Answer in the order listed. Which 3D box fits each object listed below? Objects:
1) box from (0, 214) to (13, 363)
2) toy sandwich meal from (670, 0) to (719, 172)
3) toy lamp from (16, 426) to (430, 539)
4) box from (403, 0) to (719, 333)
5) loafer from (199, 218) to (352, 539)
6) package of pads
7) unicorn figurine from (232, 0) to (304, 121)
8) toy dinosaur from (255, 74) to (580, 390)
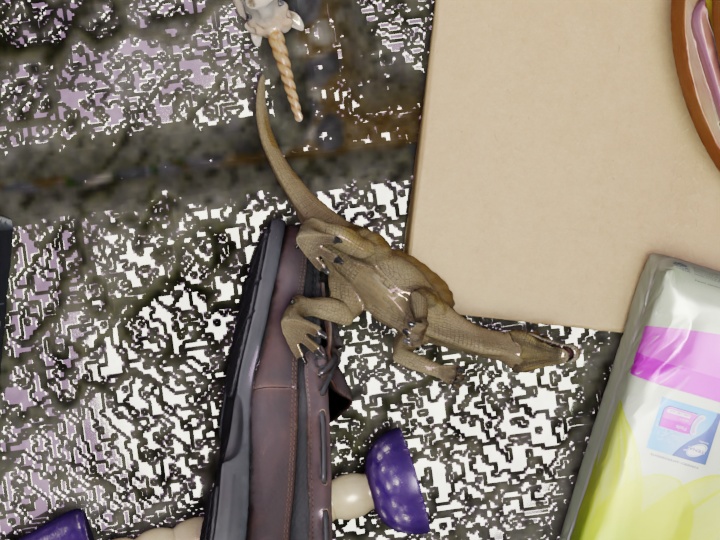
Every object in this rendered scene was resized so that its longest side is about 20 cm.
[{"bbox_3d":[-0.243,0.067,1.316,0.148,0.104,0.200,4,92,5],"label":"box"},{"bbox_3d":[0.239,-0.119,1.347,0.205,0.070,0.206,-1,93,-13],"label":"toy sandwich meal"},{"bbox_3d":[-0.071,0.122,1.362,0.200,0.058,0.058,-16,93,-5],"label":"toy lamp"},{"bbox_3d":[0.108,-0.072,1.380,0.163,0.021,0.200,6,92,-3],"label":"box"},{"bbox_3d":[-0.032,0.072,1.328,0.063,0.072,0.200,12,59,-7],"label":"loafer"},{"bbox_3d":[0.179,0.109,1.358,0.154,0.068,0.200,17,99,-6],"label":"package of pads"},{"bbox_3d":[-0.096,-0.172,1.328,0.200,0.137,0.074,27,64,17],"label":"unicorn figurine"},{"bbox_3d":[0.000,0.000,1.324,0.200,0.101,0.058,39,116,12],"label":"toy dinosaur"}]
